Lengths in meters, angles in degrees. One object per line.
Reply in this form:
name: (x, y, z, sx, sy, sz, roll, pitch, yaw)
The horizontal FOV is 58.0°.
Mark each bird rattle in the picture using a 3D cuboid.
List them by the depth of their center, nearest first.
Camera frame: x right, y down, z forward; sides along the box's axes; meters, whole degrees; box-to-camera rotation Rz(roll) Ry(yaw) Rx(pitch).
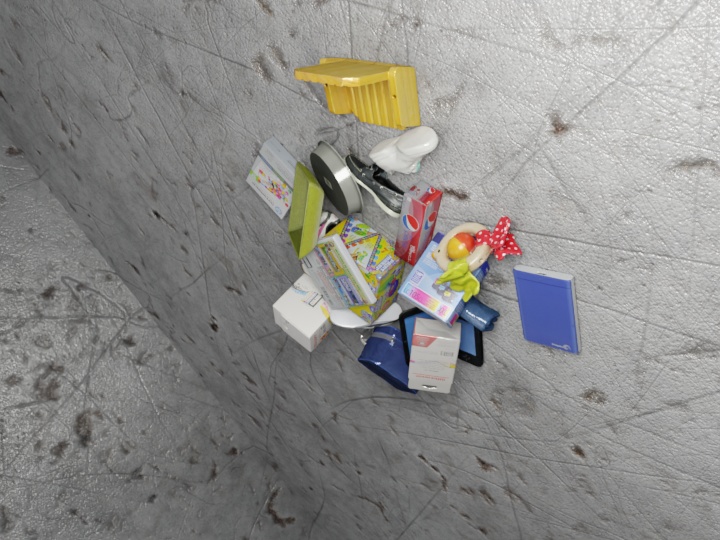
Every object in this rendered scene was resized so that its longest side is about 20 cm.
bird rattle: (0.229, -0.046, 1.370, 0.113, 0.200, 0.163, 33, -173, -39)

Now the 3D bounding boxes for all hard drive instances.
hard drive: (0.408, 0.085, 1.421, 0.132, 0.025, 0.200, 14, 134, 40)

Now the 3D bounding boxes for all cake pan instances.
cake pan: (-0.062, -0.217, 1.569, 0.200, 0.037, 0.200, 54, 167, 19)

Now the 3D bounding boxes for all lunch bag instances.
lunch bag: (0.110, 0.244, 1.806, 0.200, 0.132, 0.136, 38, 163, -19)

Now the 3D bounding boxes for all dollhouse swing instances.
dollhouse swing: (-0.014, -0.346, 1.324, 0.200, 0.176, 0.182, 20, 137, 34)

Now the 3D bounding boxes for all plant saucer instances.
plant saucer: (-0.135, -0.152, 1.628, 0.200, 0.048, 0.200, -121, 37, -62)

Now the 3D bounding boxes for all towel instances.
towel: (0.233, 0.069, 1.537, 0.200, 0.112, 0.049, 37, 103, 20)

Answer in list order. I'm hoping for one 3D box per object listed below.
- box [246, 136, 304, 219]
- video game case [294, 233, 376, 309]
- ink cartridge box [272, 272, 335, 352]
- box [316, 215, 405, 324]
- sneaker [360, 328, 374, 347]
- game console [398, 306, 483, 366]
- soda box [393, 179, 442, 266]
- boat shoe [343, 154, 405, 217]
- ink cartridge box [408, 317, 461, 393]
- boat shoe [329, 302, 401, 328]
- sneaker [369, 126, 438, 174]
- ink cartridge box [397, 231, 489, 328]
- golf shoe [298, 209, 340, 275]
box: (-0.228, -0.251, 1.786, 0.156, 0.041, 0.200, 48, 148, 1)
video game case: (-0.066, 0.008, 1.663, 0.182, 0.022, 0.200, -12, 114, 52)
ink cartridge box: (-0.132, 0.103, 1.867, 0.145, 0.200, 0.147, 39, 160, 13)
box: (0.000, 0.000, 1.709, 0.193, 0.122, 0.200, 35, 144, 19)
sneaker: (0.082, 0.255, 1.942, 0.200, 0.075, 0.082, 45, 161, 16)
game console: (0.209, 0.178, 1.659, 0.176, 0.116, 0.200, 21, 139, 35)
soda box: (0.131, -0.106, 1.500, 0.063, 0.070, 0.200, 32, 144, 21)
boat shoe: (0.040, -0.212, 1.500, 0.199, 0.074, 0.066, 52, 122, 23)
ink cartridge box: (0.184, 0.218, 1.642, 0.116, 0.068, 0.200, 8, 129, 5)
boat shoe: (0.012, 0.128, 1.792, 0.068, 0.200, 0.072, 112, 149, -63)
sneaker: (0.109, -0.247, 1.395, 0.089, 0.075, 0.200, 49, 155, -24)
ink cartridge box: (0.197, 0.008, 1.466, 0.136, 0.200, 0.076, 32, 174, 21)
golf shoe: (-0.111, -0.068, 1.765, 0.092, 0.073, 0.200, 28, 120, 26)
